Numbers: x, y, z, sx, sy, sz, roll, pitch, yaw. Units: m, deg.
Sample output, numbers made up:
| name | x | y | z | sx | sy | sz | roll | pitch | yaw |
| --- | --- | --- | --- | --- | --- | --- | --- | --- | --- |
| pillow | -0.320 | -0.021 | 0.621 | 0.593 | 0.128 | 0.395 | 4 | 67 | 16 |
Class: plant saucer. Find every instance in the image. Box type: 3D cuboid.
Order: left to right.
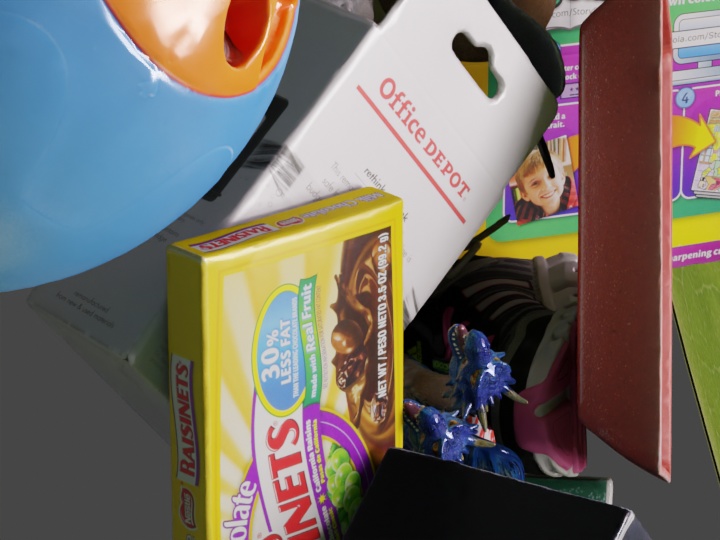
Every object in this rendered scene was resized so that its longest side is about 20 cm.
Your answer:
| name | x | y | z | sx | sy | sz | roll | pitch | yaw |
| --- | --- | --- | --- | --- | --- | --- | --- | --- | --- |
| plant saucer | 0.112 | -0.013 | 1.251 | 0.200 | 0.036 | 0.201 | 33 | 58 | -81 |

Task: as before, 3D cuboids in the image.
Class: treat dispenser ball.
| name | x | y | z | sx | sy | sz | roll | pitch | yaw |
| --- | --- | --- | --- | --- | --- | --- | --- | --- | --- |
| treat dispenser ball | -0.116 | -0.094 | 0.885 | 0.201 | 0.200 | 0.202 | -18 | 90 | -75 |

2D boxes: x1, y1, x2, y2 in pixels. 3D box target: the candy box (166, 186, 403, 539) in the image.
| name | x | y | z | sx | sy | sz | roll | pitch | yaw |
| --- | --- | --- | --- | --- | --- | --- | --- | --- | --- |
| candy box | -0.026 | 0.076 | 1.122 | 0.102 | 0.026 | 0.201 | -16 | 115 | -38 |

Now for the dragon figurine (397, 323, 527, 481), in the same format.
| name | x | y | z | sx | sy | sz | roll | pitch | yaw |
| --- | --- | --- | --- | --- | --- | --- | --- | --- | --- |
| dragon figurine | 0.027 | 0.083 | 1.231 | 0.099 | 0.059 | 0.201 | 43 | -23 | 33 |

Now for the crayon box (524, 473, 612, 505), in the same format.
| name | x | y | z | sx | sy | sz | roll | pitch | yaw |
| --- | --- | --- | --- | --- | --- | --- | --- | --- | --- |
| crayon box | 0.084 | 0.208 | 1.362 | 0.126 | 0.051 | 0.201 | 84 | 9 | -66 |

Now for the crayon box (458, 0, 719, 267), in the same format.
| name | x | y | z | sx | sy | sz | roll | pitch | yaw |
| --- | --- | --- | --- | --- | --- | --- | --- | --- | --- |
| crayon box | 0.123 | -0.088 | 1.444 | 0.058 | 0.199 | 0.174 | -133 | -141 | -61 |

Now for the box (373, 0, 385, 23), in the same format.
| name | x | y | z | sx | sy | sz | roll | pitch | yaw |
| --- | --- | --- | --- | --- | --- | --- | --- | --- | --- |
| box | 0.034 | -0.133 | 1.482 | 0.201 | 0.175 | 0.097 | 63 | -6 | -28 |

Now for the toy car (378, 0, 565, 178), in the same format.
| name | x | y | z | sx | sy | sz | roll | pitch | yaw |
| --- | --- | --- | --- | --- | --- | --- | --- | --- | --- |
| toy car | 0.062 | -0.148 | 1.265 | 0.164 | 0.157 | 0.201 | 78 | -3 | -68 |

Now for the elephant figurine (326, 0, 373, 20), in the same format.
| name | x | y | z | sx | sy | sz | roll | pitch | yaw |
| --- | --- | --- | --- | --- | --- | --- | --- | --- | --- |
| elephant figurine | -0.048 | -0.105 | 1.301 | 0.200 | 0.140 | 0.156 | -56 | 148 | -68 |

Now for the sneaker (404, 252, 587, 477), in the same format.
| name | x | y | z | sx | sy | sz | roll | pitch | yaw |
| --- | --- | --- | --- | --- | --- | --- | --- | --- | --- |
| sneaker | 0.056 | 0.040 | 1.319 | 0.200 | 0.087 | 0.074 | -81 | 170 | -72 |

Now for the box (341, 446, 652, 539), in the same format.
| name | x | y | z | sx | sy | sz | roll | pitch | yaw |
| --- | --- | --- | --- | --- | --- | --- | --- | --- | --- |
| box | 0.049 | 0.208 | 1.138 | 0.197 | 0.117 | 0.200 | -61 | 143 | -21 |

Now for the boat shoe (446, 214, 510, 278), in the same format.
| name | x | y | z | sx | sy | sz | roll | pitch | yaw |
| --- | --- | --- | --- | --- | --- | --- | --- | --- | --- |
| boat shoe | 0.000 | 0.000 | 1.297 | 0.200 | 0.073 | 0.063 | -37 | 90 | -33 |

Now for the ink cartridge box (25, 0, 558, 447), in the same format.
| name | x | y | z | sx | sy | sz | roll | pitch | yaw |
| --- | --- | --- | --- | --- | --- | --- | --- | --- | --- |
| ink cartridge box | -0.022 | -0.026 | 1.158 | 0.067 | 0.200 | 0.116 | 25 | -17 | 42 |

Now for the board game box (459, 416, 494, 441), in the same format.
| name | x | y | z | sx | sy | sz | roll | pitch | yaw |
| --- | --- | --- | --- | --- | --- | --- | --- | --- | --- |
| board game box | 0.046 | 0.107 | 1.463 | 0.200 | 0.046 | 0.153 | -65 | 153 | -68 |
